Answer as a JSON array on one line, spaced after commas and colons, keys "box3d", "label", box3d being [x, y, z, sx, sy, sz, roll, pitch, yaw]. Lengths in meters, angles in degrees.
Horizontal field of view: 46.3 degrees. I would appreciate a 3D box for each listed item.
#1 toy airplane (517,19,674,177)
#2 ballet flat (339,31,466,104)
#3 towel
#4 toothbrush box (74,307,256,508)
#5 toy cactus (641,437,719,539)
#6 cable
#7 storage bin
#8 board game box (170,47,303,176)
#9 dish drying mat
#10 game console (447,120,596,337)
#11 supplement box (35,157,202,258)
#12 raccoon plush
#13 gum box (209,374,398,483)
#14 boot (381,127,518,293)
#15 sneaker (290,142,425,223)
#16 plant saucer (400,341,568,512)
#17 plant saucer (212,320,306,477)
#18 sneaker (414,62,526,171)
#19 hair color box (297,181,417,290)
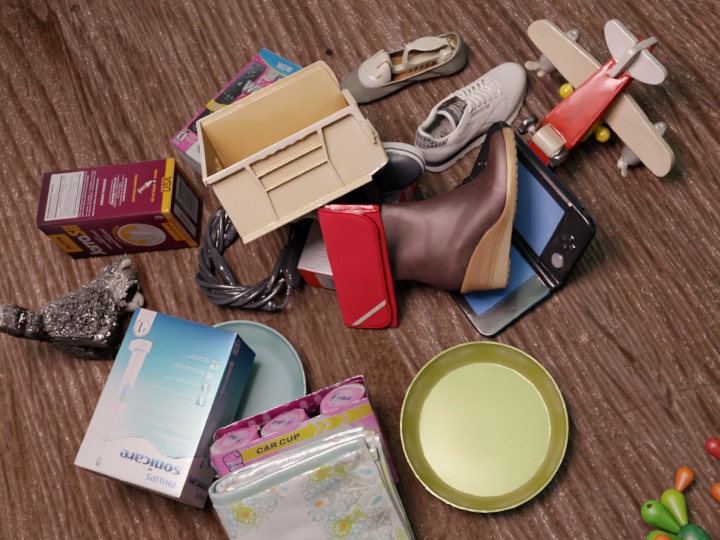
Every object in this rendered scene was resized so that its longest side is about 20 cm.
[{"box3d": [0.307, -0.224, 1.086, 0.196, 0.141, 0.204, 4, 100, 27], "label": "toy airplane"}, {"box3d": [0.056, -0.300, 1.216, 0.197, 0.064, 0.068, -16, 64, 5], "label": "ballet flat"}, {"box3d": [-0.048, 0.278, 0.935, 0.197, 0.048, 0.174, -20, 108, 3], "label": "towel"}, {"box3d": [-0.232, 0.165, 1.020, 0.144, 0.086, 0.203, 11, 69, 16], "label": "toothbrush box"}, {"box3d": [0.371, 0.293, 0.878, 0.164, 0.103, 0.200, 38, 70, 14], "label": "toy cactus"}, {"box3d": [-0.144, -0.038, 1.158, 0.160, 0.051, 0.203, 0, 64, 20], "label": "cable"}, {"box3d": [-0.087, -0.152, 1.015, 0.196, 0.095, 0.201, -26, 30, 1], "label": "storage bin"}, {"box3d": [-0.155, -0.210, 1.202, 0.200, 0.065, 0.147, -46, 49, -11], "label": "board game box"}, {"box3d": [0.000, 0.000, 1.022, 0.075, 0.202, 0.018, 3, 47, 14], "label": "dish drying mat"}, {"box3d": [0.168, -0.053, 1.058, 0.117, 0.172, 0.201, -21, 60, -28], "label": "game console"}, {"box3d": [-0.335, -0.085, 1.179, 0.196, 0.111, 0.087, -5, 65, 10], "label": "supplement box"}, {"box3d": [-0.379, 0.029, 1.108, 0.096, 0.199, 0.136, -18, 58, 39], "label": "raccoon plush"}, {"box3d": [-0.068, 0.217, 0.976, 0.197, 0.066, 0.115, -21, 108, 0], "label": "gum box"}, {"box3d": [0.105, -0.075, 1.018, 0.163, 0.072, 0.204, 6, 99, 10], "label": "boot"}, {"box3d": [-0.012, -0.101, 1.063, 0.197, 0.079, 0.080, -9, 53, 25], "label": "sneaker"}, {"box3d": [0.146, 0.185, 0.999, 0.196, 0.031, 0.203, -4, 65, 10], "label": "plant saucer"}, {"box3d": [-0.160, 0.165, 1.072, 0.196, 0.036, 0.203, -5, 66, 10], "label": "plant saucer"}, {"box3d": [0.155, -0.221, 1.152, 0.200, 0.081, 0.076, -44, 63, -10], "label": "sneaker"}, {"box3d": [0.001, -0.071, 1.127, 0.109, 0.064, 0.203, 11, 70, 19], "label": "hair color box"}]
